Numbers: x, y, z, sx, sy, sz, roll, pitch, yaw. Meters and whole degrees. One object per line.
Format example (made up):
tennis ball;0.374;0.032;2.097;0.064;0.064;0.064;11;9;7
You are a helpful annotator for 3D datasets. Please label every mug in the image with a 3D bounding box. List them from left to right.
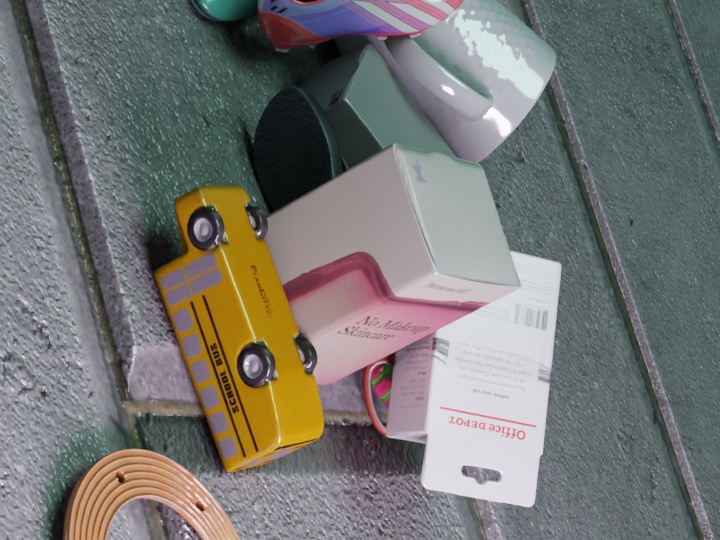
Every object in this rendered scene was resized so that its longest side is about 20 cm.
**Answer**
mug;0.068;-0.192;1.985;0.175;0.148;0.200;39;14;-15

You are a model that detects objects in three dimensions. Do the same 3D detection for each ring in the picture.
ring;-0.133;0.217;1.481;0.200;0.019;0.201;40;37;-39

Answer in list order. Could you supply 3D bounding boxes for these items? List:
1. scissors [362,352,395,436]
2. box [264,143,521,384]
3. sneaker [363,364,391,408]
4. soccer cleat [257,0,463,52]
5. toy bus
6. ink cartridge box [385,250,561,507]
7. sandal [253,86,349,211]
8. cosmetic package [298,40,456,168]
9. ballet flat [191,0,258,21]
scissors;0.024;0.035;1.790;0.014;0.073;0.201;-114;-170;-85
box;0.000;0.000;1.684;0.128;0.199;0.110;8;60;-54
sneaker;0.021;0.023;1.846;0.084;0.076;0.201;-26;100;-67
soccer cleat;0.006;-0.238;1.871;0.199;0.077;0.067;-13;55;-21
toy bus;-0.092;0.040;1.626;0.065;0.078;0.201;-7;73;-57
ink cartridge box;0.089;0.083;1.764;0.115;0.067;0.201;13;78;-29
sandal;-0.031;-0.053;1.806;0.043;0.076;0.201;-8;75;-60
cosmetic package;0.023;-0.086;1.915;0.200;0.090;0.107;50;32;-18
ballet flat;-0.077;-0.264;1.903;0.200;0.070;0.068;-30;97;-61
